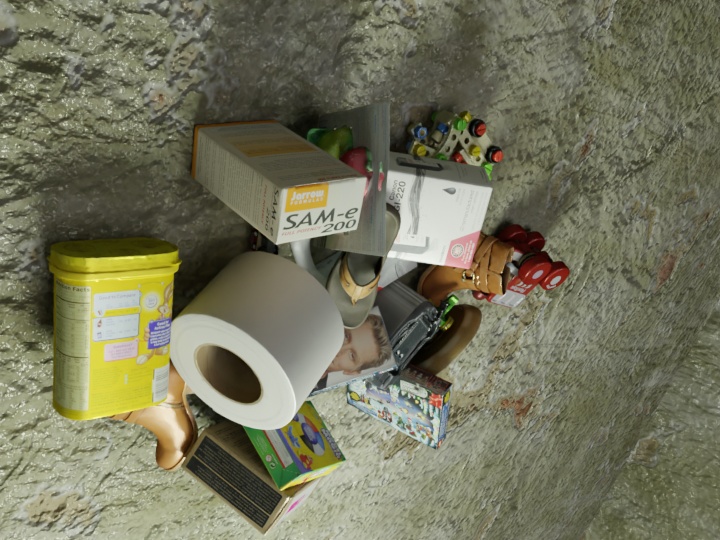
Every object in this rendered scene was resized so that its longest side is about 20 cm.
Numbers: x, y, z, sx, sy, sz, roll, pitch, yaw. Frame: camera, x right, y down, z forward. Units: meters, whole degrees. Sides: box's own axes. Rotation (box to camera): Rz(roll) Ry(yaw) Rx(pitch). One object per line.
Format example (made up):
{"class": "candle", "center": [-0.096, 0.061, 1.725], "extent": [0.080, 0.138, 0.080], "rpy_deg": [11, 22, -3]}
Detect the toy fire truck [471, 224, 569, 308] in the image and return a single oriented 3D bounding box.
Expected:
{"class": "toy fire truck", "center": [0.313, 0.008, 1.528], "extent": [0.199, 0.112, 0.168], "rpy_deg": [12, 127, -48]}

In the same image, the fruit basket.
{"class": "fruit basket", "center": [-0.010, -0.118, 0.979], "extent": [0.093, 0.199, 0.187], "rpy_deg": [-2, 95, -34]}

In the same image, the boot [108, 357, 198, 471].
{"class": "boot", "center": [-0.302, 0.204, 1.059], "extent": [0.154, 0.077, 0.201], "rpy_deg": [4, 121, -42]}

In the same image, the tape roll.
{"class": "tape roll", "center": [-0.140, 0.095, 1.010], "extent": [0.139, 0.201, 0.204], "rpy_deg": [-53, 150, -44]}

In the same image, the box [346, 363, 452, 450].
{"class": "box", "center": [0.065, 0.222, 1.345], "extent": [0.040, 0.199, 0.138], "rpy_deg": [-40, 142, -43]}

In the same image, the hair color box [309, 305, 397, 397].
{"class": "hair color box", "center": [-0.051, 0.134, 1.170], "extent": [0.199, 0.101, 0.061], "rpy_deg": [-18, 168, 0]}

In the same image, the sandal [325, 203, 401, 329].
{"class": "sandal", "center": [0.006, -0.002, 1.099], "extent": [0.081, 0.055, 0.201], "rpy_deg": [22, 108, -13]}

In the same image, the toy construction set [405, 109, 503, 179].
{"class": "toy construction set", "center": [0.155, -0.182, 1.223], "extent": [0.131, 0.092, 0.200], "rpy_deg": [-48, 141, -7]}

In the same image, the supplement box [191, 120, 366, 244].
{"class": "supplement box", "center": [-0.105, -0.115, 0.921], "extent": [0.125, 0.200, 0.074], "rpy_deg": [-13, 126, -39]}

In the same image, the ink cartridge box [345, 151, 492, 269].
{"class": "ink cartridge box", "center": [0.084, -0.094, 1.141], "extent": [0.198, 0.085, 0.147], "rpy_deg": [9, 118, -5]}

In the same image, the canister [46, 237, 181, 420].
{"class": "canister", "center": [-0.301, 0.069, 0.913], "extent": [0.148, 0.086, 0.202], "rpy_deg": [-6, 108, -41]}

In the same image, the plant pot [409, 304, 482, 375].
{"class": "plant pot", "center": [0.139, 0.130, 1.391], "extent": [0.200, 0.200, 0.028], "rpy_deg": [-46, 104, -10]}

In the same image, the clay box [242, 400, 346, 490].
{"class": "clay box", "center": [-0.092, 0.258, 1.134], "extent": [0.048, 0.115, 0.200], "rpy_deg": [-38, 163, 13]}

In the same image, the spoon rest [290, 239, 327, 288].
{"class": "spoon rest", "center": [-0.080, -0.064, 1.111], "extent": [0.099, 0.060, 0.201], "rpy_deg": [-24, 120, -33]}

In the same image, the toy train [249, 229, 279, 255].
{"class": "toy train", "center": [-0.138, -0.042, 1.066], "extent": [0.034, 0.046, 0.201], "rpy_deg": [-17, 126, -47]}

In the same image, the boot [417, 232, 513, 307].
{"class": "boot", "center": [0.190, 0.014, 1.340], "extent": [0.077, 0.154, 0.201], "rpy_deg": [-32, 136, -53]}

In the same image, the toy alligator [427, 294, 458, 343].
{"class": "toy alligator", "center": [0.103, 0.111, 1.353], "extent": [0.200, 0.059, 0.054], "rpy_deg": [-42, -171, 34]}

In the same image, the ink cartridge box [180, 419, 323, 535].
{"class": "ink cartridge box", "center": [-0.158, 0.304, 1.154], "extent": [0.075, 0.164, 0.200], "rpy_deg": [-56, 167, 4]}

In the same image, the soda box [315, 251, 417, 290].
{"class": "soda box", "center": [0.000, 0.000, 1.223], "extent": [0.199, 0.063, 0.069], "rpy_deg": [-31, 137, -26]}

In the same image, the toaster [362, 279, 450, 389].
{"class": "toaster", "center": [0.043, 0.090, 1.273], "extent": [0.200, 0.129, 0.114], "rpy_deg": [-50, 150, -4]}
